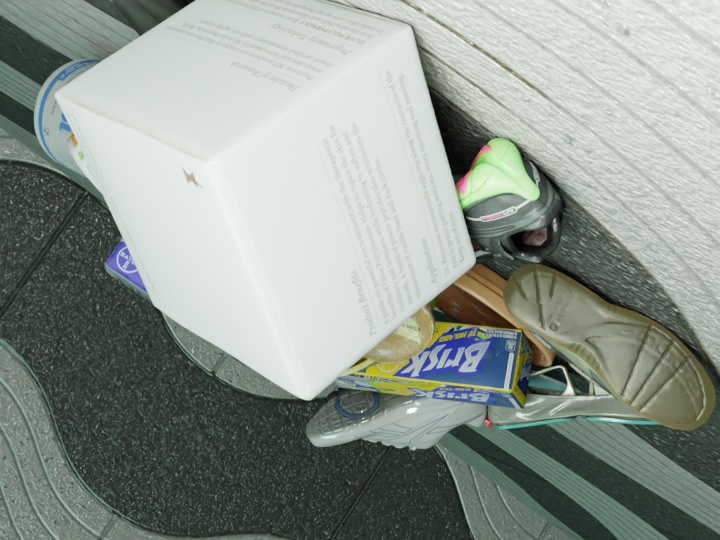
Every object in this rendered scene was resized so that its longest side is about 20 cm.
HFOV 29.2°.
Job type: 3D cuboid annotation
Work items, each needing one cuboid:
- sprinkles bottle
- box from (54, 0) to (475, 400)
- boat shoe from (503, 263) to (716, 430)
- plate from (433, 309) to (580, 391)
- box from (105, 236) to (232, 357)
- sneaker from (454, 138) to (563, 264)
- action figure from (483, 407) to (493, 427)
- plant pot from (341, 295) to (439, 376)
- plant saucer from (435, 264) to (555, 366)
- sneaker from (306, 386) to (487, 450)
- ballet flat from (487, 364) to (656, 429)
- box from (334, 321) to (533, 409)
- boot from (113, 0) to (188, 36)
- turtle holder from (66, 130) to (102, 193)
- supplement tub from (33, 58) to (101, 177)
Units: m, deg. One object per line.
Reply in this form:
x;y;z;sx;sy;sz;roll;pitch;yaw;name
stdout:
0.020;-0.017;1.075;0.068;0.068;0.200;38;-151;-27;sprinkles bottle
-0.062;-0.062;0.944;0.200;0.171;0.200;25;145;44;box
0.211;0.062;1.174;0.200;0.072;0.066;33;-178;8;boat shoe
0.152;0.095;1.545;0.199;0.026;0.200;27;-176;-2;plate
-0.165;-0.032;1.602;0.184;0.200;0.105;34;170;-2;box
0.103;-0.031;1.018;0.084;0.077;0.200;37;173;6;sneaker
0.053;0.103;1.505;0.199;0.065;0.099;17;-157;-12;action figure
0.000;0.000;1.294;0.200;0.201;0.142;30;-169;28;plant pot
0.120;0.029;1.419;0.200;0.038;0.200;34;172;5;plant saucer
0.041;0.156;1.443;0.075;0.199;0.087;-91;-17;-55;sneaker
0.226;0.128;1.415;0.199;0.064;0.067;-4;178;20;ballet flat
0.067;0.089;1.372;0.199;0.065;0.070;4;161;20;box
-0.137;-0.177;1.179;0.138;0.077;0.200;38;162;16;boot
-0.192;-0.121;1.308;0.141;0.132;0.186;55;-177;33;turtle holder
-0.265;-0.156;1.535;0.200;0.132;0.132;23;166;48;supplement tub
